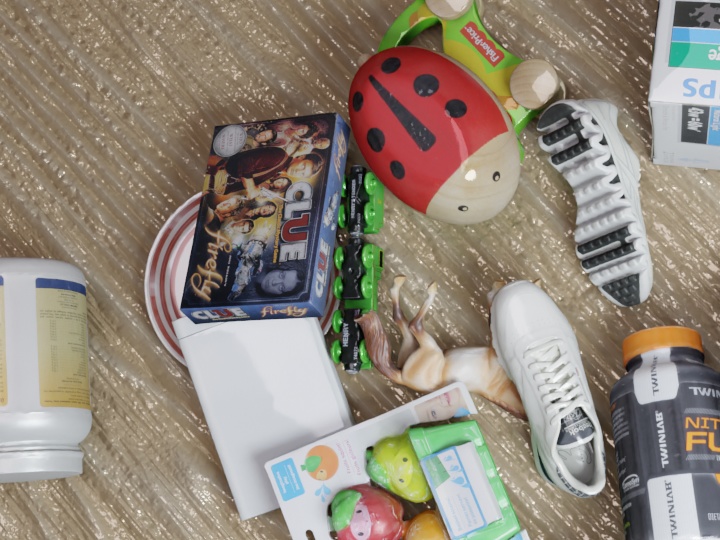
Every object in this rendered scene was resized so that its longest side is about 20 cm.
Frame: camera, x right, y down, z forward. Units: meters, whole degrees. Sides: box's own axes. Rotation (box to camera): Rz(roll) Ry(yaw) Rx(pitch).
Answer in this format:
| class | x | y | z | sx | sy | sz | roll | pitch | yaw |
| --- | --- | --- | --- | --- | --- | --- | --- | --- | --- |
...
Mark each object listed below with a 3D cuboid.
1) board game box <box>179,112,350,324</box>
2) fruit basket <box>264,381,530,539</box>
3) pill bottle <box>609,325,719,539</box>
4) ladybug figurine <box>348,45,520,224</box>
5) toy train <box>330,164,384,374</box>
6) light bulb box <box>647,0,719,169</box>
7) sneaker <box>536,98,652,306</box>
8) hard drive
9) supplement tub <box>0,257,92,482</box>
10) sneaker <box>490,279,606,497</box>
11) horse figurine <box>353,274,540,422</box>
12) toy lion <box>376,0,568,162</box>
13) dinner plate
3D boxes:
| class | x | y | z | sx | sy | sz | roll | pitch | yaw |
| --- | --- | --- | --- | --- | --- | --- | --- | --- | --- |
| board game box | -0.088 | -0.050 | 1.321 | 0.135 | 0.035 | 0.201 | -4 | 62 | 22 |
| fruit basket | 0.036 | 0.220 | 1.259 | 0.199 | 0.094 | 0.186 | -21 | 81 | -3 |
| pill bottle | 0.274 | 0.151 | 1.222 | 0.106 | 0.106 | 0.201 | -7 | 65 | 9 |
| ladybug figurine | 0.060 | -0.129 | 1.296 | 0.200 | 0.072 | 0.136 | 46 | 105 | 17 |
| toy train | 0.000 | 0.000 | 1.336 | 0.042 | 0.056 | 0.201 | -2 | 79 | 23 |
| light bulb box | 0.326 | -0.208 | 1.241 | 0.124 | 0.198 | 0.201 | 6 | 80 | 14 |
| sneaker | 0.234 | -0.067 | 1.299 | 0.075 | 0.081 | 0.201 | -16 | 92 | 46 |
| hard drive | -0.084 | 0.120 | 1.327 | 0.132 | 0.027 | 0.201 | -20 | 88 | 7 |
| supplement tub | -0.330 | 0.098 | 1.334 | 0.144 | 0.144 | 0.201 | -6 | 78 | 9 |
| sneaker | 0.174 | 0.103 | 1.245 | 0.076 | 0.081 | 0.201 | -21 | 94 | -2 |
| horse figurine | 0.091 | 0.073 | 1.298 | 0.199 | 0.050 | 0.133 | 2 | 99 | -3 |
| toy lion | 0.087 | -0.158 | 1.352 | 0.192 | 0.069 | 0.200 | -42 | 75 | 9 |
| dinner plate | -0.113 | 0.010 | 1.373 | 0.199 | 0.024 | 0.201 | -2 | 80 | 10 |
